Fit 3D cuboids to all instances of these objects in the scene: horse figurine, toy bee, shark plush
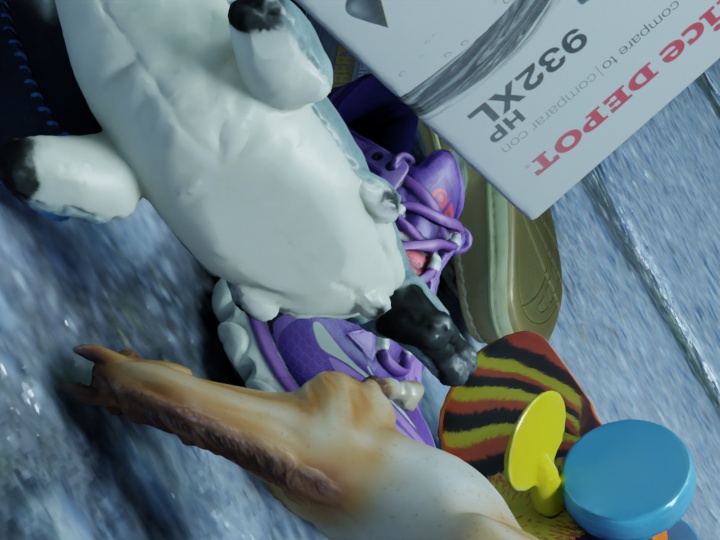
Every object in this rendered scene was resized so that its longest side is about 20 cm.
[{"bbox_3d":[0.026,0.078,0.715,0.200,0.050,0.132,42,12,28],"label":"horse figurine"},{"bbox_3d":[0.075,0.101,0.914,0.200,0.108,0.131,27,-37,60],"label":"toy bee"},{"bbox_3d":[-0.016,-0.037,0.750,0.200,0.091,0.084,34,25,-32],"label":"shark plush"}]

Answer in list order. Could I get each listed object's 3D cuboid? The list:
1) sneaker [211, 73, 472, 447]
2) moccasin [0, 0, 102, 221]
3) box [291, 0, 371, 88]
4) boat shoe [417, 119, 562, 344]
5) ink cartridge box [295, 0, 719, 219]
[{"bbox_3d":[0.000,0.000,0.867,0.081,0.083,0.201,47,21,-39],"label":"sneaker"},{"bbox_3d":[-0.099,-0.111,0.778,0.080,0.068,0.201,36,31,-56],"label":"moccasin"},{"bbox_3d":[-0.015,-0.160,1.005,0.201,0.048,0.159,-104,-161,-44],"label":"box"},{"bbox_3d":[0.045,-0.037,1.145,0.201,0.063,0.073,-94,163,-44],"label":"boat shoe"},{"bbox_3d":[0.045,-0.128,0.851,0.200,0.145,0.084,40,12,-48],"label":"ink cartridge box"}]
